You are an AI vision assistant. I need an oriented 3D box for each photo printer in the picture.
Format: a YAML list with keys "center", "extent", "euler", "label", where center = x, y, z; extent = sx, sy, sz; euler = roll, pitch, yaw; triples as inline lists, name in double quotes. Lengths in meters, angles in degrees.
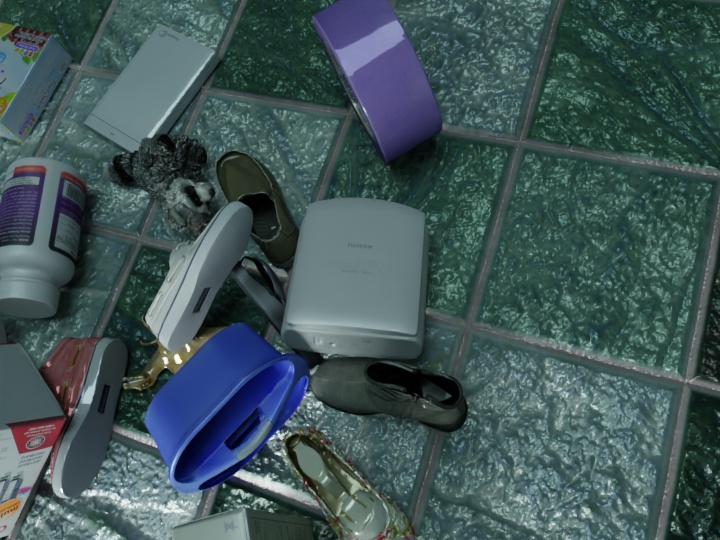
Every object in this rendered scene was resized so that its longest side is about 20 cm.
- center: [0.000, 0.000, 0.866]
  extent: [0.162, 0.070, 0.204]
  euler: [5, 55, 4]
  label: "photo printer"

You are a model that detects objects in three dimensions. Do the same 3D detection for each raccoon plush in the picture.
- center: [-0.280, -0.103, 1.026]
  extent: [0.197, 0.096, 0.138]
  euler: [-14, 76, 42]
  label: "raccoon plush"

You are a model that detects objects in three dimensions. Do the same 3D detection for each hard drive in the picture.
- center: [-0.321, -0.276, 1.118]
  extent: [0.130, 0.027, 0.202]
  euler: [29, 78, 24]
  label: "hard drive"

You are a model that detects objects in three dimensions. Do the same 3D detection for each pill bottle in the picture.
- center: [-0.451, -0.043, 1.013]
  extent: [0.109, 0.112, 0.205]
  euler: [-6, 67, 13]
  label: "pill bottle"

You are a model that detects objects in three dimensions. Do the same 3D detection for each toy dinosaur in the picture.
- center: [-0.220, 0.087, 0.938]
  extent: [0.197, 0.058, 0.103]
  euler: [-26, 78, 12]
  label: "toy dinosaur"

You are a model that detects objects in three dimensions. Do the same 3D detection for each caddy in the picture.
- center: [-0.145, 0.162, 0.829]
  extent: [0.200, 0.142, 0.105]
  euler: [-46, 59, -5]
  label: "caddy"

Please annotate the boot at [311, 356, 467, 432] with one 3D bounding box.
- center: [0.024, 0.121, 0.802]
  extent: [0.195, 0.131, 0.069]
  euler: [9, 70, 19]
  label: "boot"

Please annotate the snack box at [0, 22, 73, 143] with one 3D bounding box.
- center: [-0.597, -0.316, 1.190]
  extent: [0.196, 0.068, 0.172]
  euler: [18, 74, 23]
  label: "snack box"

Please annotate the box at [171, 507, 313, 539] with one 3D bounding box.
- center: [-0.106, 0.298, 0.727]
  extent: [0.076, 0.200, 0.097]
  euler: [-16, 65, 8]
  label: "box"

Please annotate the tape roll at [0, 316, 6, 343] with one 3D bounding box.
- center: [-0.559, 0.110, 0.930]
  extent: [0.065, 0.200, 0.205]
  euler: [8, 70, 25]
  label: "tape roll"

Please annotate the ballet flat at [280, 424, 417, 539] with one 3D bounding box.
- center: [-0.022, 0.248, 0.801]
  extent: [0.199, 0.064, 0.076]
  euler: [37, 81, 25]
  label: "ballet flat"

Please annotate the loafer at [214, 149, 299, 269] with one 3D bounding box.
- center: [-0.139, -0.096, 0.969]
  extent: [0.075, 0.070, 0.201]
  euler: [-37, 64, -2]
  label: "loafer"

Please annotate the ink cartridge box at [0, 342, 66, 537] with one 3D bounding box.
- center: [-0.476, 0.212, 0.861]
  extent: [0.144, 0.144, 0.202]
  euler: [42, 111, 27]
  label: "ink cartridge box"

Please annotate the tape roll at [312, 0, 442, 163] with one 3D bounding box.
- center: [0.021, -0.245, 0.912]
  extent: [0.084, 0.200, 0.203]
  euler: [-29, 64, 2]
  label: "tape roll"

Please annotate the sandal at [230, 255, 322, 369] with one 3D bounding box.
- center: [-0.108, 0.037, 0.911]
  extent: [0.043, 0.076, 0.201]
  euler: [-39, 74, -11]
  label: "sandal"

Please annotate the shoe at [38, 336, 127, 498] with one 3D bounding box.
- center: [-0.368, 0.181, 0.926]
  extent: [0.089, 0.072, 0.205]
  euler: [1, 66, 20]
  label: "shoe"

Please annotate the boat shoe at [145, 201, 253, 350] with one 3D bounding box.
- center: [-0.198, -0.003, 0.872]
  extent: [0.065, 0.072, 0.203]
  euler: [37, 110, 21]
  label: "boat shoe"
